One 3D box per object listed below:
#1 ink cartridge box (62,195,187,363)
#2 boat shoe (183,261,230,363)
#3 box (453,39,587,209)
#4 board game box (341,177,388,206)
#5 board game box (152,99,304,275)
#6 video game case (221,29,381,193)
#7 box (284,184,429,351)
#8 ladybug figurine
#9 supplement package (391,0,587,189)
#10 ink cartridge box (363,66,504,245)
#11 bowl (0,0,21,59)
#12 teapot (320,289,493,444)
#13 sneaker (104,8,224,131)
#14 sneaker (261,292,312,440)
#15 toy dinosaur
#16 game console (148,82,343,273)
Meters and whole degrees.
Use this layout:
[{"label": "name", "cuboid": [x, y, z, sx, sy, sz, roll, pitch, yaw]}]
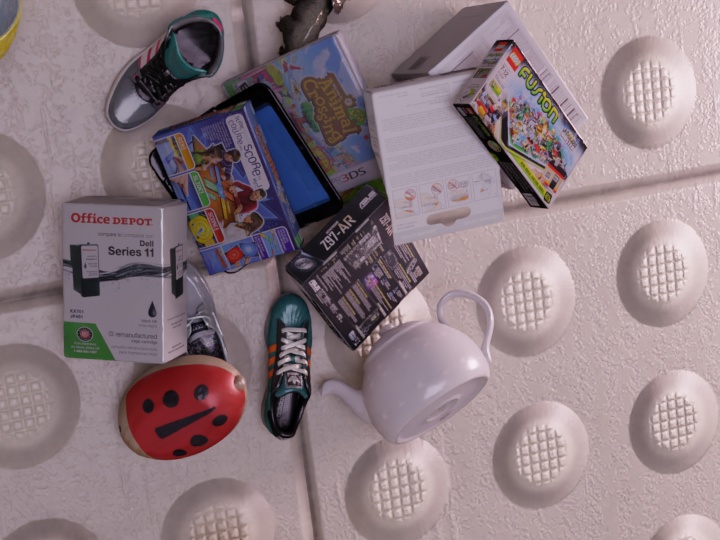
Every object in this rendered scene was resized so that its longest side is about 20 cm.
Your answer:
[{"label": "ink cartridge box", "cuboid": [-0.302, 0.009, 1.515, 0.144, 0.083, 0.203, 2, 98, 13]}, {"label": "boat shoe", "cuboid": [-0.216, 0.078, 1.588, 0.069, 0.071, 0.203, -23, 105, -14]}, {"label": "box", "cuboid": [0.208, -0.186, 1.520, 0.200, 0.035, 0.111, 46, 70, -33]}, {"label": "board game box", "cuboid": [0.068, -0.131, 1.614, 0.095, 0.030, 0.200, 33, 130, -19]}, {"label": "board game box", "cuboid": [-0.170, -0.105, 1.534, 0.134, 0.035, 0.202, -15, 110, 14]}, {"label": "video game case", "cuboid": [-0.062, -0.193, 1.566, 0.180, 0.022, 0.202, -19, 112, 22]}, {"label": "box", "cuboid": [0.000, 0.000, 1.607, 0.160, 0.043, 0.200, -46, 145, -7]}, {"label": "ladybug figurine", "cuboid": [-0.238, 0.187, 1.558, 0.198, 0.072, 0.137, -29, 106, 18]}, {"label": "supplement package", "cuboid": [0.176, -0.241, 1.632, 0.150, 0.152, 0.201, -42, 108, -8]}, {"label": "ink cartridge box", "cuboid": [0.098, -0.149, 1.528, 0.158, 0.047, 0.203, -13, 108, -12]}, {"label": "bowl", "cuboid": [-0.506, -0.283, 1.409, 0.197, 0.202, 0.108, -1, 141, -18]}, {"label": "teapot", "cuboid": [0.078, 0.135, 1.657, 0.199, 0.198, 0.147, -15, 63, -43]}, {"label": "sneaker", "cuboid": [-0.243, -0.255, 1.506, 0.084, 0.121, 0.200, 43, 84, -19]}, {"label": "sneaker", "cuboid": [-0.095, 0.135, 1.632, 0.070, 0.080, 0.203, 2, 97, -18]}, {"label": "toy dinosaur", "cuboid": [-0.075, -0.326, 1.562, 0.077, 0.102, 0.201, 40, 84, -19]}, {"label": "game console", "cuboid": [-0.153, -0.116, 1.556, 0.175, 0.116, 0.201, -36, 105, -11]}]
